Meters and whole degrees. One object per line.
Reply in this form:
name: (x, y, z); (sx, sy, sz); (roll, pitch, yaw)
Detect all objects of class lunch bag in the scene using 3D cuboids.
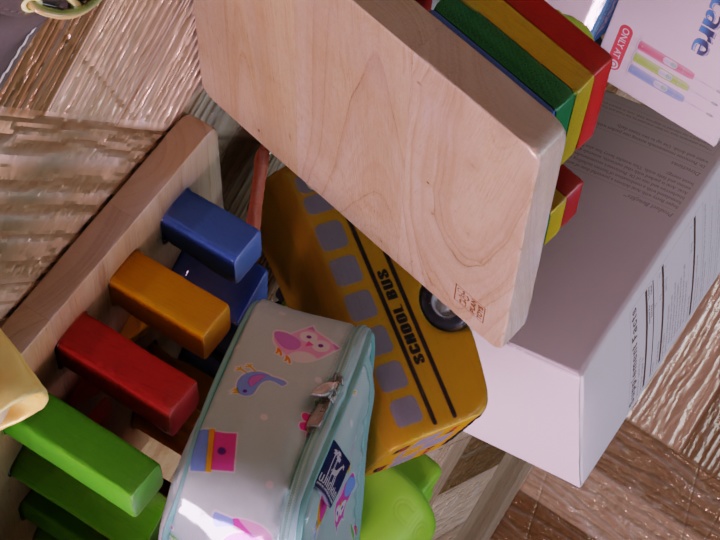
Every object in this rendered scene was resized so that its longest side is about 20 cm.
lunch bag: (-0.042, 0.121, 1.116); (0.161, 0.076, 0.201); (-63, 166, -47)

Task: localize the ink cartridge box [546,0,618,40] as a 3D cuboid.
ink cartridge box: (0.131, -0.230, 1.275); (0.200, 0.128, 0.126); (-39, 158, -54)

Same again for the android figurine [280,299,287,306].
android figurine: (-0.031, 0.053, 1.327); (0.200, 0.041, 0.182); (-46, 164, -13)

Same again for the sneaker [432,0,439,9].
sneaker: (0.038, -0.209, 1.066); (0.076, 0.082, 0.201); (0, 123, -27)

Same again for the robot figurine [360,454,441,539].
robot figurine: (-0.019, 0.219, 1.794); (0.200, 0.115, 0.176); (-51, 171, -26)

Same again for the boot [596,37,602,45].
boot: (0.091, -0.074, 1.236); (0.137, 0.201, 0.078); (-13, 152, -14)

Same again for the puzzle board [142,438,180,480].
puzzle board: (-0.148, 0.135, 1.334); (0.201, 0.017, 0.151); (-60, 168, 9)

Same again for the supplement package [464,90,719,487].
supplement package: (0.131, 0.005, 1.387); (0.200, 0.121, 0.120); (-52, 154, -29)

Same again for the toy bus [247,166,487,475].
toy bus: (0.000, 0.000, 1.207); (0.078, 0.201, 0.065); (-19, 167, -23)

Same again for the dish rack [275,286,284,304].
dish rack: (-0.006, 0.009, 1.491); (0.154, 0.054, 0.200); (-62, 167, 22)

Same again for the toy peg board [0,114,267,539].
toy peg board: (-0.100, 0.067, 1.132); (0.200, 0.097, 0.201); (-51, 161, -26)

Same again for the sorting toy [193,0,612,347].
sorting toy: (0.018, -0.088, 1.000); (0.070, 0.199, 0.200); (-44, 164, -18)

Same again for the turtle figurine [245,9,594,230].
turtle figurine: (0.034, -0.087, 1.140); (0.064, 0.161, 0.201); (45, 69, -40)

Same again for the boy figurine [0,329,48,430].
boy figurine: (-0.202, 0.108, 0.960); (0.201, 0.064, 0.124); (-56, 165, 3)

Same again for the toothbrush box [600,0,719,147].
toothbrush box: (0.223, -0.189, 1.237); (0.200, 0.086, 0.146); (-49, 165, -38)

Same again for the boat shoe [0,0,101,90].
boat shoe: (-0.108, -0.123, 0.771); (0.202, 0.060, 0.072); (-62, 167, 18)
